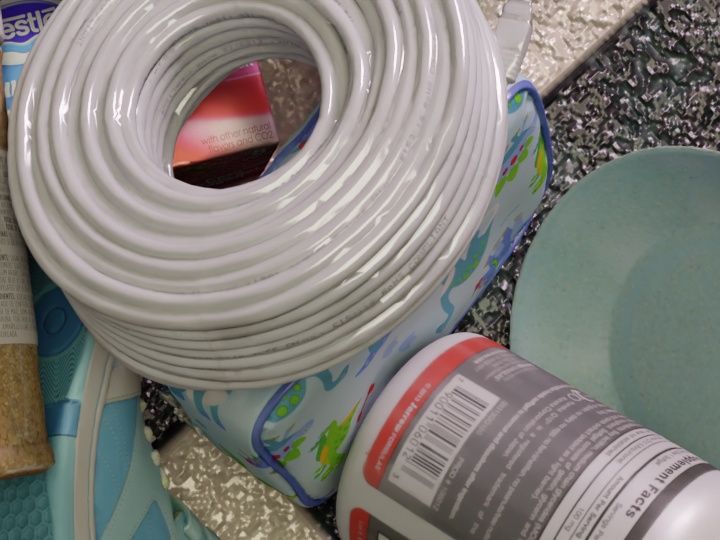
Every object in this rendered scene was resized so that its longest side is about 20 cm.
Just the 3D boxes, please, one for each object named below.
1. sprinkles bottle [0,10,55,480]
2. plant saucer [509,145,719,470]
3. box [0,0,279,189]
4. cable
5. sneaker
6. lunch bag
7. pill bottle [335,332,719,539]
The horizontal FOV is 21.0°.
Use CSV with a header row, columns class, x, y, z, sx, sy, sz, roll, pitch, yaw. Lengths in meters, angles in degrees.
class,x,y,z,sx,sy,sz,roll,pitch,yaw
sprinkles bottle,-0.165,-0.016,0.770,0.067,0.068,0.202,-7,85,-9
plant saucer,0.155,0.043,0.872,0.038,0.200,0.203,-12,84,-46
box,-0.145,-0.071,0.863,0.198,0.095,0.101,-14,85,-10
cable,-0.041,-0.054,0.752,0.198,0.069,0.202,1,66,20
sneaker,-0.110,0.085,0.853,0.079,0.130,0.202,-6,69,32
lunch bag,0.000,0.000,0.848,0.082,0.161,0.201,34,81,20
pill bottle,0.097,0.120,0.829,0.199,0.116,0.116,30,79,27
